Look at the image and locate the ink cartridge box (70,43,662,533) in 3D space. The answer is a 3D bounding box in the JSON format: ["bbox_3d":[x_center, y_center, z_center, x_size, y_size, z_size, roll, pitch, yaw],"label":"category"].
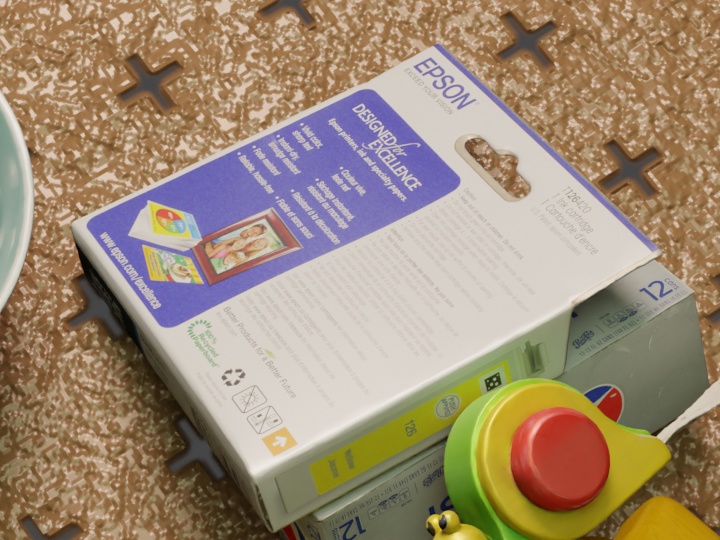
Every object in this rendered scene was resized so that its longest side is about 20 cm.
[{"bbox_3d":[0.000,0.000,1.095,0.200,0.047,0.198,-25,42,-15],"label":"ink cartridge box"}]

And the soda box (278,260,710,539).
[{"bbox_3d":[0.055,0.066,1.089,0.200,0.068,0.063,-31,43,-16],"label":"soda box"}]

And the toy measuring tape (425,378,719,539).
[{"bbox_3d":[0.096,0.058,1.029,0.200,0.074,0.074,-38,75,-27],"label":"toy measuring tape"}]

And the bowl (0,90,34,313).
[{"bbox_3d":[-0.241,-0.009,1.091,0.200,0.105,0.201,1,67,-3],"label":"bowl"}]

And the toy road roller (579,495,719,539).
[{"bbox_3d":[0.091,0.178,0.978,0.123,0.146,0.200,40,34,1],"label":"toy road roller"}]
